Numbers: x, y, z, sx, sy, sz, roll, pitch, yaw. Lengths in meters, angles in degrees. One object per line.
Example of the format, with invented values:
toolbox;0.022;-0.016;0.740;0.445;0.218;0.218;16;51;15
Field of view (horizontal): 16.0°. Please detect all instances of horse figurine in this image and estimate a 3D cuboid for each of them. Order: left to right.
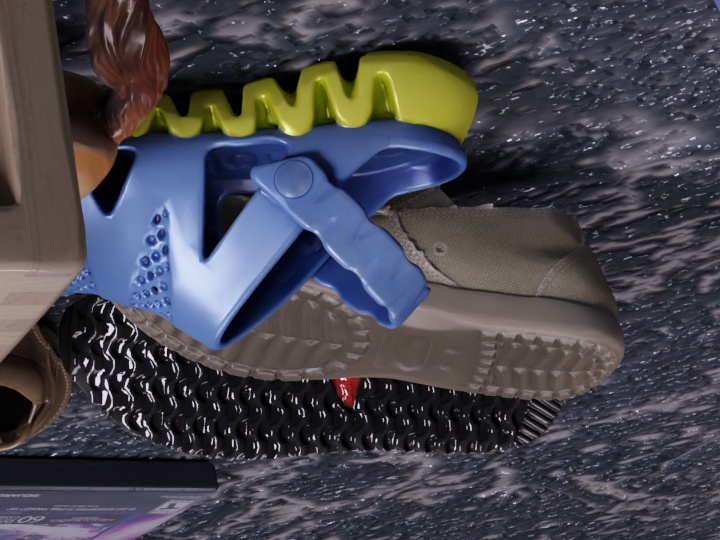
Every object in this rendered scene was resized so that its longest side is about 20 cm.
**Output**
horse figurine;-0.136;-0.044;0.785;0.200;0.050;0.133;-15;155;19

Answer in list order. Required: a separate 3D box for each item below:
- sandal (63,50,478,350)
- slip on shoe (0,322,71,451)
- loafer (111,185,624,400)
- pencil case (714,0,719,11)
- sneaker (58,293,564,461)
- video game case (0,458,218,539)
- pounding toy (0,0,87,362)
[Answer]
sandal;-0.055;-0.014;0.859;0.200;0.087;0.079;-11;163;8
slip on shoe;-0.151;0.045;1.008;0.076;0.061;0.200;-8;161;-8
loafer;0.000;0.000;0.956;0.200;0.068;0.076;11;145;-11
pencil case;0.177;-0.076;0.803;0.078;0.087;0.200;4;169;32
sneaker;-0.020;0.036;1.036;0.200;0.070;0.093;3;-174;-3
video game case;-0.184;0.135;1.311;0.143;0.019;0.200;4;155;-36
pounding toy;-0.177;-0.026;0.584;0.184;0.200;0.142;0;159;-27
